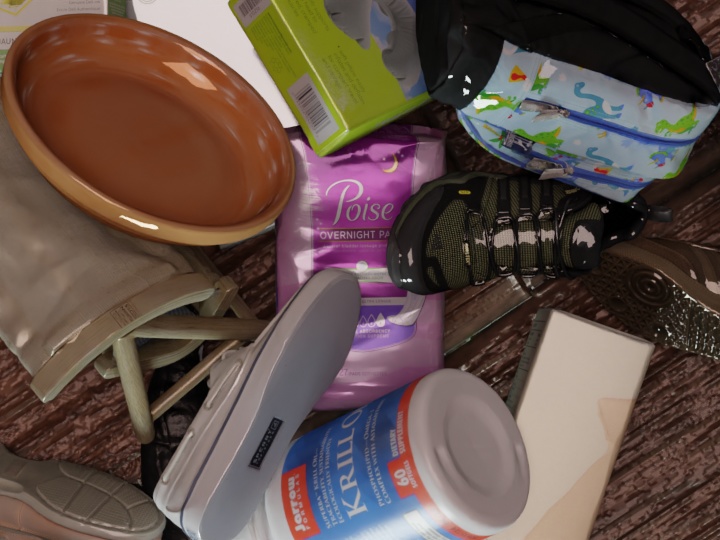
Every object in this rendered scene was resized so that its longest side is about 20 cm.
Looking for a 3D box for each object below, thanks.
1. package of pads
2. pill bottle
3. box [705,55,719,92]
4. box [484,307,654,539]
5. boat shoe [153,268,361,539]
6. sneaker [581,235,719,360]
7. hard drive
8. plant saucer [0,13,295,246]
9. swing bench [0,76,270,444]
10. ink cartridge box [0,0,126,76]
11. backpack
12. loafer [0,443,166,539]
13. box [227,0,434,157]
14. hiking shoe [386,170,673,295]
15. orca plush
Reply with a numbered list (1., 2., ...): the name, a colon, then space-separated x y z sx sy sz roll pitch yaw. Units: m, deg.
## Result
1. package of pads: 0.000 0.000 1.251 0.119 0.076 0.202 0 100 -3
2. pill bottle: 0.006 0.150 1.207 0.199 0.112 0.113 -30 88 36
3. box: 0.307 -0.096 1.205 0.037 0.200 0.138 -25 89 33
4. box: 0.131 0.132 1.251 0.077 0.095 0.202 19 90 1
5. boat shoe: -0.073 0.081 1.192 0.065 0.074 0.201 27 80 35
6. sneaker: 0.251 0.016 1.272 0.199 0.071 0.076 26 51 14
7. hard drive: -0.079 -0.133 1.295 0.131 0.027 0.202 -23 88 1
8. plant saucer: -0.136 -0.085 1.146 0.199 0.200 0.038 34 124 2
9. swing bench: -0.184 -0.011 1.184 0.130 0.200 0.199 -41 71 0
10. ink cartridge box: -0.237 -0.239 1.279 0.144 0.048 0.202 0 91 13
11. backpack: 0.136 -0.132 1.166 0.198 0.164 0.155 6 126 -10
12. loafer: -0.229 0.170 1.268 0.198 0.072 0.063 17 114 14
13. box: 0.018 -0.168 1.225 0.199 0.048 0.123 -30 88 -40
14. hiking shoe: 0.110 -0.030 1.193 0.199 0.100 0.077 -20 110 -31
15. orca plush: -0.113 0.131 1.266 0.104 0.071 0.202 7 89 1
